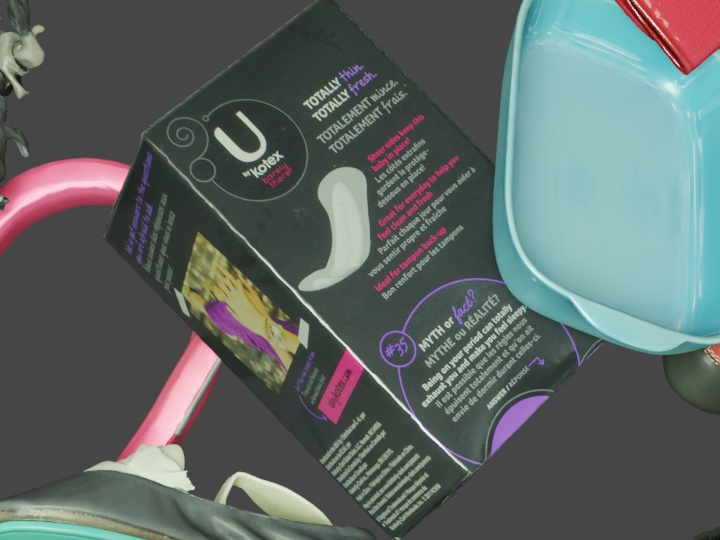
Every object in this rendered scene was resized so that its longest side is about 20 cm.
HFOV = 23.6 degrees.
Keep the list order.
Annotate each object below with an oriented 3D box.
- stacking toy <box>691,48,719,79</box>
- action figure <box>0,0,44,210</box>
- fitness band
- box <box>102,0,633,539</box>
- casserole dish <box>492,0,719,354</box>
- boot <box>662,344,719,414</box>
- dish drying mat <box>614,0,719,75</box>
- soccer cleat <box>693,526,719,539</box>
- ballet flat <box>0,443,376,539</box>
[{"bbox_3d":[0.166,-0.143,0.833,0.085,0.085,0.201,-28,88,-6],"label":"stacking toy"},{"bbox_3d":[-0.193,-0.100,0.796,0.102,0.119,0.201,35,73,-41],"label":"action figure"},{"bbox_3d":[-0.146,0.043,0.816,0.143,0.037,0.200,32,81,6],"label":"fitness band"},{"bbox_3d":[0.000,0.000,0.773,0.200,0.106,0.122,47,61,5],"label":"box"},{"bbox_3d":[0.111,-0.044,0.757,0.121,0.039,0.201,20,53,-16],"label":"casserole dish"},{"bbox_3d":[0.231,0.005,0.817,0.200,0.144,0.073,-15,63,-41],"label":"boot"},{"bbox_3d":[0.193,-0.181,0.801,0.200,0.018,0.077,-43,96,-15],"label":"dish drying mat"},{"bbox_3d":[0.125,0.205,0.783,0.200,0.068,0.073,-42,89,-9],"label":"soccer cleat"},{"bbox_3d":[-0.073,0.118,0.770,0.199,0.073,0.073,19,81,-20],"label":"ballet flat"}]
